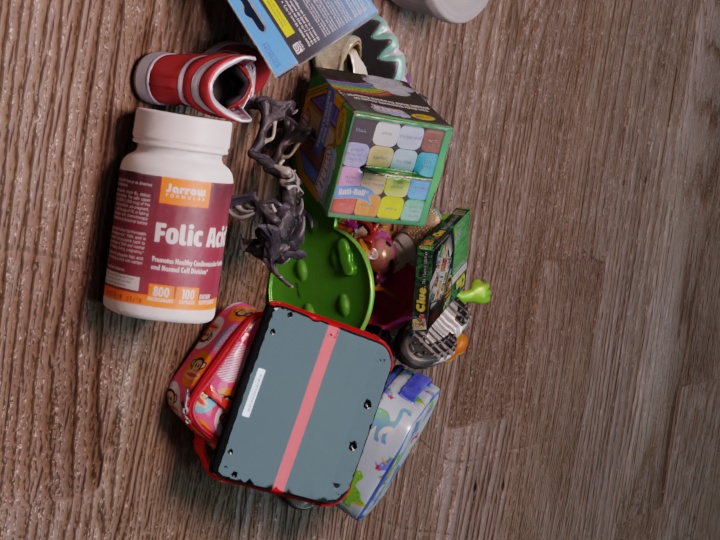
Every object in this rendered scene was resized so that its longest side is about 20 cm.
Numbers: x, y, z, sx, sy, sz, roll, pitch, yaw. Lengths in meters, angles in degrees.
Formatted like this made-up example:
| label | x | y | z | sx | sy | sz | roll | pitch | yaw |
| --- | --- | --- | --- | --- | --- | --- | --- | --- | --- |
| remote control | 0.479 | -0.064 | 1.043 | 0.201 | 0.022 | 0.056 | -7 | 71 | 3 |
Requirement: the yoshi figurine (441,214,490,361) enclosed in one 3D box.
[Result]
| label | x | y | z | sx | sy | sz | roll | pitch | yaw |
| --- | --- | --- | --- | --- | --- | --- | --- | --- | --- |
| yoshi figurine | 0.107 | 0.010 | 2.002 | 0.112 | 0.112 | 0.201 | -9 | 124 | -16 |

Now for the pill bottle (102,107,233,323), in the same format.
| label | x | y | z | sx | sy | sz | roll | pitch | yaw |
| --- | --- | --- | --- | --- | --- | --- | --- | --- | --- |
| pill bottle | -0.187 | -0.055 | 1.506 | 0.114 | 0.114 | 0.201 | -1 | 101 | -58 |

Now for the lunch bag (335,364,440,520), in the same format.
| label | x | y | z | sx | sy | sz | roll | pitch | yaw |
| --- | --- | --- | --- | --- | --- | --- | --- | --- | --- |
| lunch bag | 0.023 | 0.198 | 1.816 | 0.161 | 0.082 | 0.200 | -59 | 174 | 14 |

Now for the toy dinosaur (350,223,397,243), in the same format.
| label | x | y | z | sx | sy | sz | roll | pitch | yaw |
| --- | --- | --- | --- | --- | --- | --- | --- | --- | --- |
| toy dinosaur | 0.012 | -0.045 | 1.884 | 0.200 | 0.060 | 0.107 | -6 | 107 | -57 |

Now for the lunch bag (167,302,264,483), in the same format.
| label | x | y | z | sx | sy | sz | roll | pitch | yaw |
| --- | --- | --- | --- | --- | --- | --- | --- | --- | --- |
| lunch bag | -0.116 | 0.153 | 1.681 | 0.200 | 0.082 | 0.176 | 45 | 74 | -33 |

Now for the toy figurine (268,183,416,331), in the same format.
| label | x | y | z | sx | sy | sz | roll | pitch | yaw |
| --- | --- | --- | --- | --- | --- | --- | --- | --- | --- |
| toy figurine | 0.000 | 0.000 | 1.800 | 0.184 | 0.150 | 0.201 | 1 | 75 | -54 |

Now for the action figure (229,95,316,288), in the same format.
| label | x | y | z | sx | sy | sz | roll | pitch | yaw |
| --- | --- | --- | --- | --- | --- | --- | --- | --- | --- |
| action figure | -0.104 | -0.080 | 1.651 | 0.119 | 0.102 | 0.201 | 36 | 54 | -58 |

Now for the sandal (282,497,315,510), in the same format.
| label | x | y | z | sx | sy | sz | roll | pitch | yaw |
| --- | --- | --- | --- | --- | --- | --- | --- | --- | --- |
| sandal | -0.079 | 0.231 | 1.809 | 0.082 | 0.055 | 0.200 | -28 | 136 | -12 |

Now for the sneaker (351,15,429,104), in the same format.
| label | x | y | z | sx | sy | sz | roll | pitch | yaw |
| --- | --- | --- | --- | --- | --- | --- | --- | --- | --- |
| sneaker | 0.039 | -0.220 | 1.872 | 0.140 | 0.077 | 0.201 | -47 | 128 | -69 |

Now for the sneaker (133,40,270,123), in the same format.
| label | x | y | z | sx | sy | sz | roll | pitch | yaw |
| --- | --- | --- | --- | --- | --- | --- | --- | --- | --- |
| sneaker | -0.127 | -0.194 | 1.559 | 0.200 | 0.112 | 0.072 | -19 | 116 | -55 |

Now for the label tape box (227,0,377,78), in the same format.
| label | x | y | z | sx | sy | sz | roll | pitch | yaw |
| --- | --- | --- | --- | --- | --- | --- | --- | --- | --- |
| label tape box | -0.088 | -0.284 | 1.584 | 0.145 | 0.063 | 0.200 | 57 | 44 | -7 |

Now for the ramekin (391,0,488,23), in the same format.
| label | x | y | z | sx | sy | sz | roll | pitch | yaw |
| --- | --- | --- | --- | --- | --- | --- | --- | --- | --- |
| ramekin | 0.091 | -0.407 | 1.860 | 0.202 | 0.094 | 0.203 | -27 | 123 | -52 |

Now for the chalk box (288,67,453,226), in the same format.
| label | x | y | z | sx | sy | sz | roll | pitch | yaw |
| --- | --- | --- | --- | --- | --- | --- | --- | --- | --- |
| chalk box | 0.016 | -0.128 | 1.680 | 0.124 | 0.200 | 0.124 | 7 | 114 | -22 |

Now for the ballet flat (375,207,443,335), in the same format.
| label | x | y | z | sx | sy | sz | roll | pitch | yaw |
| --- | --- | --- | --- | --- | --- | --- | --- | --- | --- |
| ballet flat | 0.050 | 0.008 | 1.913 | 0.065 | 0.071 | 0.201 | -13 | 134 | -36 |

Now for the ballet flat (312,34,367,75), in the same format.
| label | x | y | z | sx | sy | sz | roll | pitch | yaw |
| --- | --- | --- | --- | --- | --- | --- | --- | --- | --- |
| ballet flat | -0.018 | -0.184 | 1.787 | 0.067 | 0.062 | 0.201 | -43 | 134 | -47 |

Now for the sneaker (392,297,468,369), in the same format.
| label | x | y | z | sx | sy | sz | roll | pitch | yaw |
| --- | --- | --- | --- | --- | --- | --- | --- | --- | --- |
| sneaker | 0.076 | 0.093 | 1.874 | 0.091 | 0.066 | 0.200 | -48 | 179 | 23 |

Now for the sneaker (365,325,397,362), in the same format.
| label | x | y | z | sx | sy | sz | roll | pitch | yaw |
| --- | --- | --- | --- | --- | --- | --- | --- | --- | --- |
| sneaker | -0.029 | 0.101 | 1.858 | 0.200 | 0.080 | 0.087 | -41 | 127 | -53 |

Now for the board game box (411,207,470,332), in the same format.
| label | x | y | z | sx | sy | sz | roll | pitch | yaw |
| --- | --- | --- | --- | --- | --- | --- | --- | --- | --- |
| board game box | 0.099 | -0.004 | 1.833 | 0.200 | 0.023 | 0.105 | -41 | 134 | -68 |

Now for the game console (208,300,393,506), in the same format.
| label | x | y | z | sx | sy | sz | roll | pitch | yaw |
| --- | --- | --- | --- | --- | --- | --- | --- | --- | --- |
| game console | -0.061 | 0.149 | 1.654 | 0.176 | 0.031 | 0.201 | 20 | 88 | -30 |
